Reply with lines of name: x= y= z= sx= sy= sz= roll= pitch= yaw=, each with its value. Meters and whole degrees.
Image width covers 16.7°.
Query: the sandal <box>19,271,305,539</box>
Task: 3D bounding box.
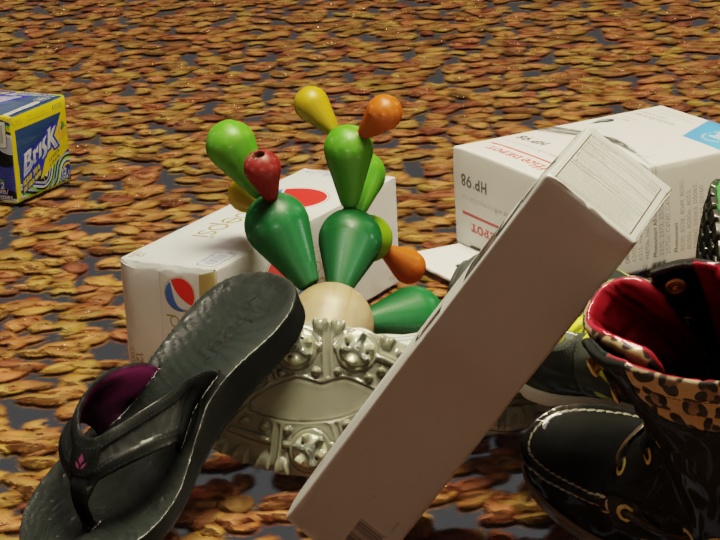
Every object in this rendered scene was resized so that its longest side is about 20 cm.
sandal: x=-0.098 y=0.062 z=1.111 sx=0.075 sy=0.048 sz=0.201 roll=3 pitch=43 yaw=34

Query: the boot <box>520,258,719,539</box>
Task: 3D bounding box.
boot: x=0.128 y=0.061 z=1.003 sx=0.073 sy=0.151 sz=0.200 roll=-46 pitch=41 yaw=-20

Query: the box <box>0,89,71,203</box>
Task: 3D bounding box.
box: x=-0.304 y=-0.093 z=1.721 sx=0.200 sy=0.064 sz=0.070 roll=7 pitch=20 yaw=27

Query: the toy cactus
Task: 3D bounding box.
toy cactus: x=0.000 y=0.000 z=1.288 sx=0.102 sy=0.200 sz=0.165 roll=-22 pitch=38 yaw=37

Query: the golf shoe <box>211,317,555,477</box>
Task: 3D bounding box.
golf shoe: x=0.017 y=0.063 z=1.199 sx=0.200 sy=0.078 sz=0.097 roll=-5 pitch=-10 yaw=1

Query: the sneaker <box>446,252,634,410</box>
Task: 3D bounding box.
sneaker: x=0.136 y=0.030 z=1.107 sx=0.200 sy=0.075 sz=0.085 roll=21 pitch=-23 yaw=7

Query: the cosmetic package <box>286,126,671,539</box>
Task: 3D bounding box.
cosmetic package: x=0.049 y=0.035 z=1.047 sx=0.051 sy=0.200 sz=0.083 roll=39 pitch=24 yaw=5

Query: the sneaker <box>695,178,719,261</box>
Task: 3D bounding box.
sneaker: x=0.227 y=0.011 z=1.304 sx=0.085 sy=0.078 sz=0.200 roll=2 pitch=26 yaw=-7

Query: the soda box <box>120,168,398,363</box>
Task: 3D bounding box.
soda box: x=-0.052 y=0.000 z=1.373 sx=0.064 sy=0.068 sz=0.200 roll=7 pitch=20 yaw=29

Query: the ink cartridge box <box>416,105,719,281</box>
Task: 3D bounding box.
ink cartridge box: x=0.136 y=-0.043 z=1.478 sx=0.200 sy=0.067 sz=0.116 roll=-13 pitch=20 yaw=-28
